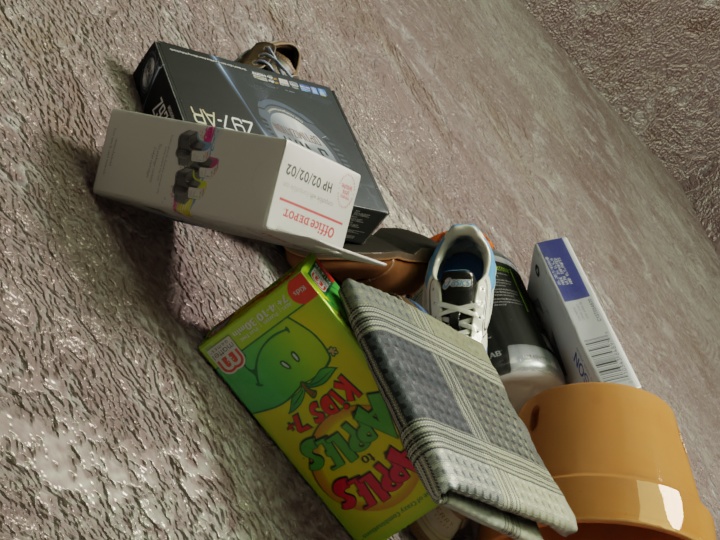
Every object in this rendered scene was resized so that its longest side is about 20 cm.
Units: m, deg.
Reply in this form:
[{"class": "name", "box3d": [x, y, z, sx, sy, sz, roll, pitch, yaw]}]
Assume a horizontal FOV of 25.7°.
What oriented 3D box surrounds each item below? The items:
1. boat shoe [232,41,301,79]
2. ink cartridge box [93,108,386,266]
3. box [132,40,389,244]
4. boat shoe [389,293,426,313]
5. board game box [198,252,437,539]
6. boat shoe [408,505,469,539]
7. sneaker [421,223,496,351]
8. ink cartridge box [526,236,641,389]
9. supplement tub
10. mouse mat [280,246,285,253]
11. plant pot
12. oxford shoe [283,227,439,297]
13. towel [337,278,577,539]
[{"class": "boat shoe", "box3d": [-0.100, -0.183, 1.517, 0.072, 0.072, 0.200, 50, 19, -15]}, {"class": "ink cartridge box", "box3d": [-0.081, -0.060, 1.160, 0.199, 0.068, 0.115, 13, -3, 29]}, {"class": "box", "box3d": [-0.086, -0.109, 1.368, 0.199, 0.044, 0.161, 11, 43, -38]}, {"class": "boat shoe", "box3d": [0.024, 0.077, 1.338, 0.072, 0.072, 0.201, 42, 22, -28]}, {"class": "board game box", "box3d": [-0.016, 0.099, 1.170, 0.200, 0.101, 0.048, 52, 17, -8]}, {"class": "boat shoe", "box3d": [0.088, 0.176, 1.355, 0.071, 0.064, 0.200, 52, 18, -6]}, {"class": "sneaker", "box3d": [0.084, 0.048, 1.422, 0.073, 0.071, 0.201, 74, 17, -55]}, {"class": "ink cartridge box", "box3d": [0.207, 0.106, 1.543, 0.201, 0.040, 0.200, 90, -15, -47]}, {"class": "supplement tub", "box3d": [0.115, 0.062, 1.543, 0.122, 0.122, 0.201, 37, 25, -43]}, {"class": "mouse mat", "box3d": [-0.048, -0.033, 1.488, 0.200, 0.008, 0.161, 52, 18, -12]}, {"class": "plant pot", "box3d": [0.198, 0.187, 1.334, 0.200, 0.199, 0.141, 38, 45, -41]}, {"class": "oxford shoe", "box3d": [0.000, 0.000, 1.441, 0.071, 0.072, 0.199, 31, 16, 38]}, {"class": "towel", "box3d": [0.069, 0.109, 1.166, 0.200, 0.034, 0.193, 27, 29, -50]}]
